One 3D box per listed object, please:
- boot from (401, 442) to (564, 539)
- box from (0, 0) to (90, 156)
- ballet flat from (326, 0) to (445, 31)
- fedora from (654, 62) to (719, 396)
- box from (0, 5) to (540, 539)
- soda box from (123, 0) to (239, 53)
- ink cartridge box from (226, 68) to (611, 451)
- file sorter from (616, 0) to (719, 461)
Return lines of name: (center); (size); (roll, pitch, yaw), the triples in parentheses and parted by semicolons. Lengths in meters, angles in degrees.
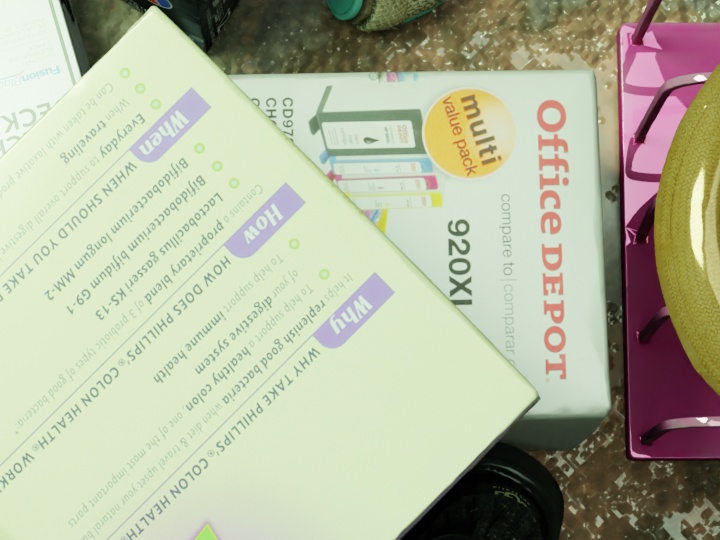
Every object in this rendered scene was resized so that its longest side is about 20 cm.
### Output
boot: (0.011, 0.176, 0.932); (0.079, 0.158, 0.212); (24, 111, 1)
box: (-0.192, -0.125, 1.054); (0.116, 0.060, 0.201); (-15, 82, -3)
ballet flat: (-0.006, -0.209, 1.074); (0.075, 0.068, 0.201); (-19, 87, -25)
fedora: (0.206, -0.013, 0.904); (0.200, 0.082, 0.201); (1, 80, -4)
box: (-0.066, 0.039, 0.868); (0.200, 0.097, 0.176); (45, 86, 4)
soda box: (-0.078, -0.159, 0.989); (0.063, 0.200, 0.071); (32, 82, 4)
ink cartridge box: (0.000, 0.000, 0.994); (0.199, 0.145, 0.148); (-1, 82, -1)
file sorter: (0.189, -0.022, 1.010); (0.139, 0.125, 0.201); (0, 81, 0)
